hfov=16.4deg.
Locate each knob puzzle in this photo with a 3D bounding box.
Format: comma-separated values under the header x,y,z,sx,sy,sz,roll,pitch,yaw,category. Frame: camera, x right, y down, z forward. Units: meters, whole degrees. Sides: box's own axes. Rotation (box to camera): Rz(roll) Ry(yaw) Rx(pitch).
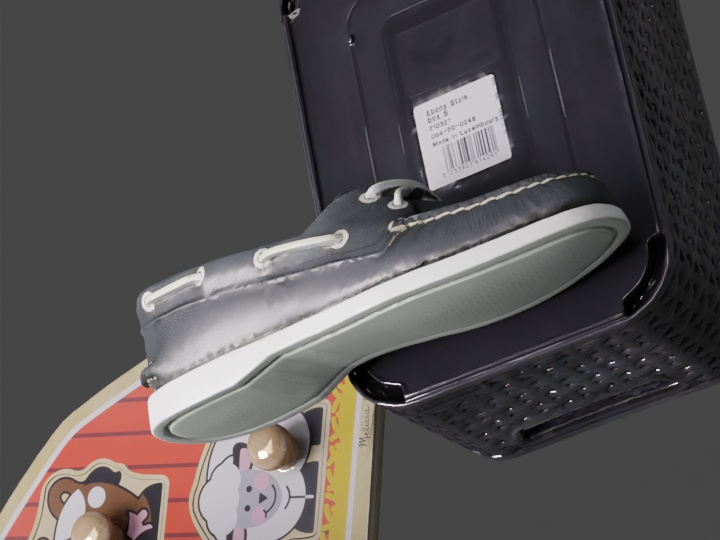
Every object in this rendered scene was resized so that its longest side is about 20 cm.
x,y,z,sx,sy,sz,roll,pitch,yaw,category
-0.086,0.123,1.034,0.218,0.030,0.222,-10,69,28,knob puzzle

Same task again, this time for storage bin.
x,y,z,sx,sy,sz,roll,pitch,yaw,category
0.059,-0.044,0.966,0.134,0.094,0.201,-22,63,23,storage bin

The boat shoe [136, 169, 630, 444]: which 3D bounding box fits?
x,y,z,sx,sy,sz,roll,pitch,yaw,category
0.000,0.000,0.886,0.199,0.075,0.061,-23,69,22,boat shoe
